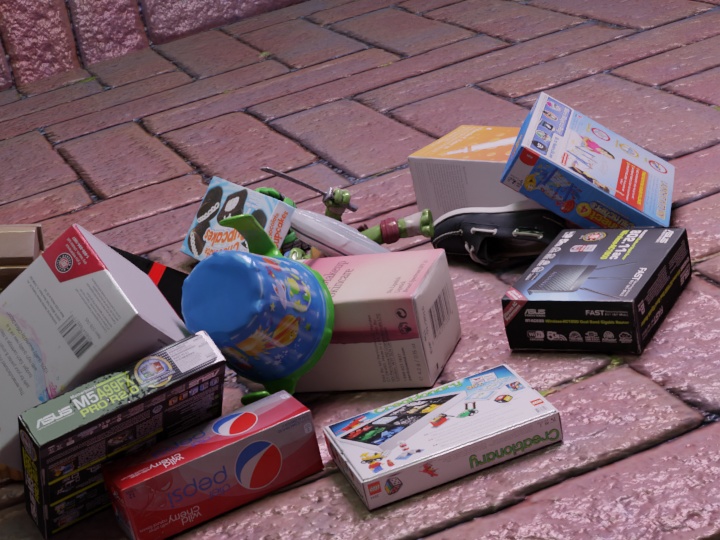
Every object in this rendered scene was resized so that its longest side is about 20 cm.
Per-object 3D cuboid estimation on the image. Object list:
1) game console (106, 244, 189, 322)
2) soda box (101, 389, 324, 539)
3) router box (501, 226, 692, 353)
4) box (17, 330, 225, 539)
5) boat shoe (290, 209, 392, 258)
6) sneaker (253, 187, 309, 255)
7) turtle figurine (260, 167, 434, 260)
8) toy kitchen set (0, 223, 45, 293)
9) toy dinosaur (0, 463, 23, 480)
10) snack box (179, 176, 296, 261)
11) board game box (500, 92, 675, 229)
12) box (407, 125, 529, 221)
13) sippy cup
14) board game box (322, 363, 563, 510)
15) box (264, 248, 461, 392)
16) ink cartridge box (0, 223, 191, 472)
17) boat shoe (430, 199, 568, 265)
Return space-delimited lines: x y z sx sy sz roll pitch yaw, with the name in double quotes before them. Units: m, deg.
"game console" -0.255 0.052 1.661 0.176 0.031 0.200 21 35 -3
"soda box" -0.139 0.187 1.426 0.199 0.070 0.063 -22 24 -22
"router box" 0.259 0.018 1.625 0.149 0.062 0.200 0 25 29
"box" -0.227 0.158 1.437 0.199 0.161 0.044 -25 57 -27
"boat shoe" 0.000 0.000 1.704 0.199 0.067 0.074 28 13 11
"sneaker" -0.132 -0.083 2.092 0.078 0.086 0.200 -24 23 -27
"turtle figurine" -0.011 -0.019 1.782 0.193 0.200 0.144 -5 56 9
"toy kitchen set" -0.393 0.059 1.703 0.199 0.164 0.181 -1 28 2
"toy dinosaur" -0.328 0.194 1.571 0.199 0.060 0.107 -6 56 12
"snack box" -0.165 -0.053 2.004 0.037 0.117 0.200 25 -2 -33
"board game box" 0.278 -0.116 1.807 0.195 0.056 0.200 30 28 0
"box" 0.182 -0.125 1.987 0.199 0.098 0.124 7 29 43
"sippy cup" -0.112 0.040 1.518 0.140 0.130 0.178 -49 64 6
"board game box" 0.076 0.155 1.426 0.199 0.035 0.126 -18 22 -12
"box" -0.006 0.055 1.629 0.199 0.109 0.128 -4 23 22
"ink cartridge box" -0.284 0.091 1.478 0.200 0.145 0.145 -43 57 3
"boat shoe" 0.162 -0.039 1.825 0.200 0.076 0.061 -14 54 44
